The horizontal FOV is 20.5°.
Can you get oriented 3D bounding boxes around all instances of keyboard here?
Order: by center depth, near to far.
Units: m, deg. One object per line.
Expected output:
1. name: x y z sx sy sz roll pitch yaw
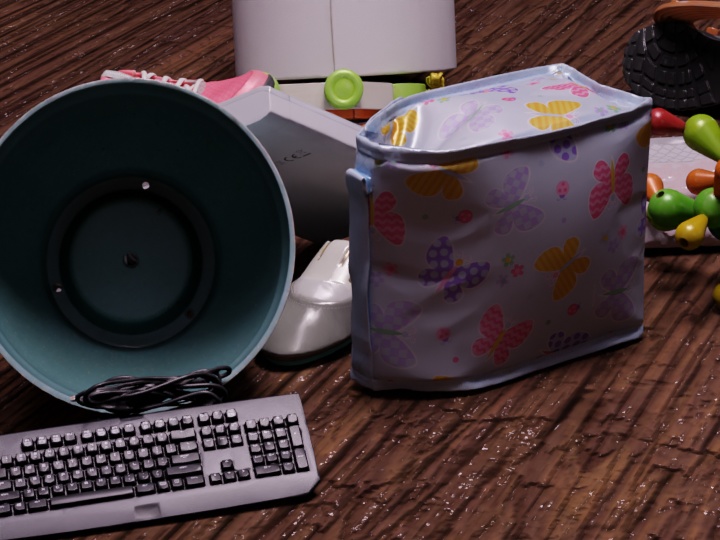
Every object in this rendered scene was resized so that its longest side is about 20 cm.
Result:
1. keyboard: -0.128 0.094 1.131 0.198 0.040 0.105 -7 43 -11

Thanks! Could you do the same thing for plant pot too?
1. plant pot: -0.144 -0.010 1.256 0.198 0.202 0.134 -6 -4 -6

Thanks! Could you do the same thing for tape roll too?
1. tape roll: -0.016 -0.243 1.770 0.200 0.141 0.203 -3 6 0

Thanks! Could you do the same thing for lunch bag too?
1. lunch bag: 0.076 -0.028 1.261 0.199 0.171 0.127 -17 28 -30

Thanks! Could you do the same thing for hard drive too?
1. hard drive: -0.044 -0.069 1.369 0.131 0.027 0.199 -19 -25 35

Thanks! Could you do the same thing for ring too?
1. ring: 0.351 -0.205 1.723 0.198 0.019 0.200 15 -4 1

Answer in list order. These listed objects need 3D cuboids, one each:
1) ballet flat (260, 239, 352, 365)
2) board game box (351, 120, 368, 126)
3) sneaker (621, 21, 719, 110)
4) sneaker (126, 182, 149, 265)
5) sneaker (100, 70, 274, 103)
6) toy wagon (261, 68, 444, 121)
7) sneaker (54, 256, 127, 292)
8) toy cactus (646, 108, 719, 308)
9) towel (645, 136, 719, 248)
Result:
1. ballet flat: 0.000 0.000 1.343 0.067 0.064 0.199 15 29 38
2. board game box: -0.042 -0.080 1.578 0.198 0.035 0.136 -3 22 2
3. sneaker: 0.323 -0.167 1.725 0.199 0.077 0.087 12 2 40
4. sneaker: -0.172 -0.042 1.457 0.199 0.072 0.098 9 23 23
5. sneaker: -0.164 -0.122 1.552 0.199 0.087 0.074 -22 21 18
6. toy wagon: -0.028 -0.142 1.667 0.198 0.040 0.155 -2 1 -3
7. sneaker: -0.240 -0.018 1.399 0.198 0.082 0.075 8 27 29
8. toy cactus: 0.275 -0.042 1.364 0.163 0.103 0.201 11 29 -14
9. towel: 0.279 -0.064 1.505 0.198 0.033 0.191 -4 23 1
